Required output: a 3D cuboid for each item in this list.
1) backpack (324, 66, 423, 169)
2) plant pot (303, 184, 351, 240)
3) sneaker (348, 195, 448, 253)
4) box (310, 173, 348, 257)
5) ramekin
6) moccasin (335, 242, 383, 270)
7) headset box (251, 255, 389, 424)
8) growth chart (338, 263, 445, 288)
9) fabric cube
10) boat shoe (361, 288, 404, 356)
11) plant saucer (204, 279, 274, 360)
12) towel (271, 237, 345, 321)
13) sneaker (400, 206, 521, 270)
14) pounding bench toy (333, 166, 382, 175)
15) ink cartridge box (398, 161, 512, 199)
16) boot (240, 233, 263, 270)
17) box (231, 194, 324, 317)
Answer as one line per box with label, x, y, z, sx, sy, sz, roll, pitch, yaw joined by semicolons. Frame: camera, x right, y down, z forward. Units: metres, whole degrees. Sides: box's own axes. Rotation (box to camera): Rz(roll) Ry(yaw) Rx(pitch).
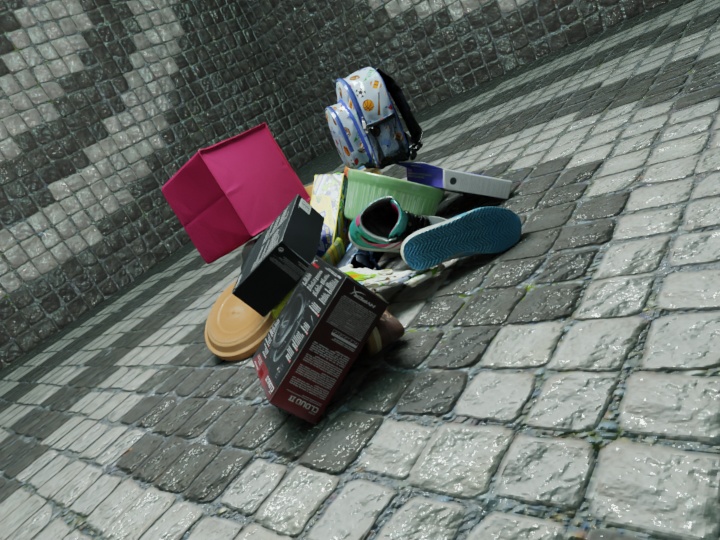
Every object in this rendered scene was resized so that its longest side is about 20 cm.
backpack;0.011;-0.298;1.066;0.153;0.192;0.200;-20;15;-12
plant pot;-0.069;-0.133;1.252;0.198;0.142;0.200;-13;4;1
sneaker;0.078;-0.079;0.930;0.197;0.085;0.121;-1;-12;-1
box;-0.067;-0.096;1.105;0.069;0.064;0.202;0;69;20
ramekin;0.062;-0.134;1.080;0.198;0.099;0.200;12;9;-2
moccasin;0.000;0.000;1.012;0.068;0.081;0.201;4;51;51
headset box;-0.066;0.094;0.722;0.201;0.077;0.149;-59;23;-1
growth chart;0.025;0.010;0.877;0.198;0.018;0.144;0;12;25
fabric cube;-0.270;-0.165;1.159;0.199;0.201;0.196;-23;12;47
boat shoe;0.009;0.066;0.815;0.071;0.073;0.200;-21;17;-13
plant saucer;-0.225;0.079;1.047;0.198;0.032;0.202;-18;46;20
towel;-0.091;0.030;0.995;0.018;0.087;0.200;24;58;29
sneaker;0.160;-0.056;0.863;0.198;0.077;0.081;-13;8;-1
pounding bench toy;-0.022;-0.193;1.404;0.124;0.157;0.199;-39;20;-34
ink cartridge box;0.174;-0.187;1.102;0.198;0.044;0.198;9;9;-18
boot;-0.234;-0.057;1.261;0.200;0.073;0.096;-40;26;62
box;-0.144;-0.032;0.977;0.141;0.079;0.201;-40;21;23
